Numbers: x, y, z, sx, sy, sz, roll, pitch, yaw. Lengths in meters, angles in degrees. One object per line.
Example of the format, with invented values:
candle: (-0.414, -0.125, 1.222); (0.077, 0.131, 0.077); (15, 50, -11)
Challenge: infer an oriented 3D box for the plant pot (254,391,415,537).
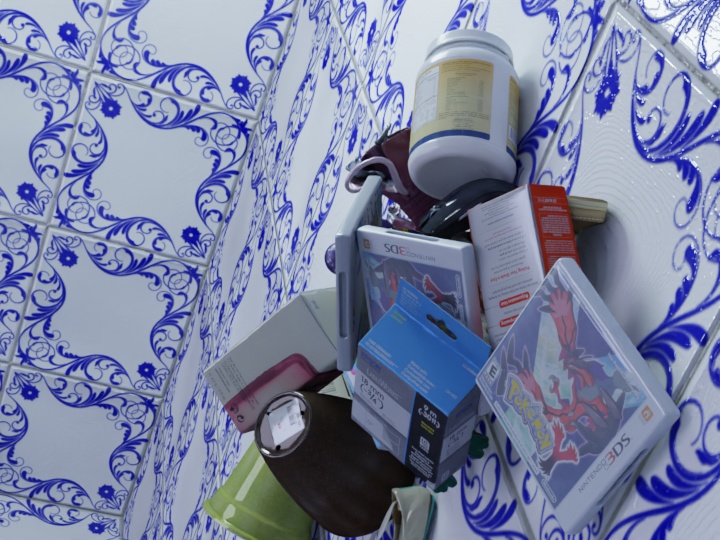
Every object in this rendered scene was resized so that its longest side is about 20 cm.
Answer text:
plant pot: (-0.051, 0.243, 1.699); (0.186, 0.200, 0.188); (-17, 54, 26)

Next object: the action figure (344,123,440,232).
action figure: (0.083, -0.105, 1.726); (0.134, 0.200, 0.149); (-39, 10, 14)

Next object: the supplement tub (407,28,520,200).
supplement tub: (0.141, -0.207, 1.671); (0.144, 0.143, 0.201); (132, 149, -58)

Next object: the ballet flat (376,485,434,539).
ballet flat: (0.048, 0.379, 1.619); (0.069, 0.069, 0.202); (150, 132, -68)

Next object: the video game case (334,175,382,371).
video game case: (0.000, 0.000, 1.576); (0.200, 0.022, 0.184); (-65, -23, -62)

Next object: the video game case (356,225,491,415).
video game case: (0.071, 0.055, 1.445); (0.182, 0.023, 0.202); (12, 117, 49)

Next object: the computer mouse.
computer mouse: (0.116, -0.064, 1.570); (0.141, 0.199, 0.046); (-98, -14, -66)

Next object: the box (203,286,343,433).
box: (-0.099, 0.126, 1.756); (0.200, 0.109, 0.128); (-38, -13, 22)

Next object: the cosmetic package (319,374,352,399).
cosmetic package: (-0.051, 0.241, 1.910); (0.106, 0.071, 0.201); (-112, 14, -45)

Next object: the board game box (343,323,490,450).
board game box: (0.068, 0.109, 1.544); (0.200, 0.034, 0.135); (-48, 47, 26)

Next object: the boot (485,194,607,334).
boot: (0.205, -0.002, 1.410); (0.200, 0.072, 0.157); (-12, 71, 59)

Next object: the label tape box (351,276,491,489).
label tape box: (0.063, 0.130, 1.411); (0.144, 0.063, 0.201); (37, 142, 29)

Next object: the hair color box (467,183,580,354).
hair color box: (0.183, 0.018, 1.334); (0.101, 0.061, 0.202); (-22, 72, 50)

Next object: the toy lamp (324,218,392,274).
toy lamp: (0.000, -0.034, 1.767); (0.200, 0.058, 0.059); (146, 136, -68)

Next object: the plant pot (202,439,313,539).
plant pot: (-0.135, 0.355, 2.086); (0.185, 0.199, 0.200); (-63, 16, -1)

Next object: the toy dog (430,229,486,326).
toy dog: (0.134, 0.012, 1.589); (0.200, 0.096, 0.133); (-105, 33, -60)

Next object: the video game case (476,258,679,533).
video game case: (0.204, 0.122, 1.218); (0.183, 0.023, 0.201); (-60, 44, 35)

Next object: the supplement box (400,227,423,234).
supplement box: (0.066, 0.028, 1.782); (0.200, 0.108, 0.110); (142, 140, -65)

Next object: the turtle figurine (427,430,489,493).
turtle figurine: (0.094, 0.179, 1.593); (0.201, 0.100, 0.150); (-110, 36, -53)
